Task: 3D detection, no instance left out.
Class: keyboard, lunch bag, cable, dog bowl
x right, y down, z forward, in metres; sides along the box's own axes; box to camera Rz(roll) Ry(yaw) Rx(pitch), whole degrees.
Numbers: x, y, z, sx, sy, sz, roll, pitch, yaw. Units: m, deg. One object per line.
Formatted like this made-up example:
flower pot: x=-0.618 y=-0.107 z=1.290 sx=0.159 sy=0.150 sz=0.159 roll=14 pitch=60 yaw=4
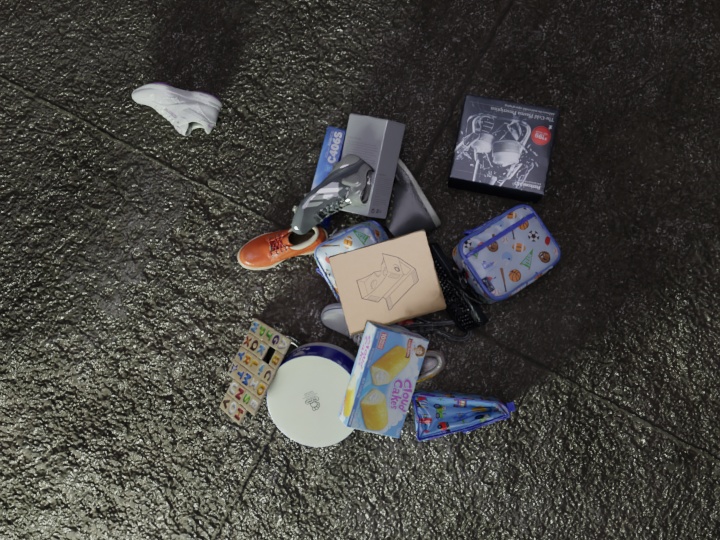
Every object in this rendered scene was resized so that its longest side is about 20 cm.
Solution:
keyboard: x=0.178 y=0.036 z=1.653 sx=0.200 sy=0.104 sz=0.040 roll=55 pitch=45 yaw=-4
lunch bag: x=0.000 y=0.000 z=1.697 sx=0.160 sy=0.076 sz=0.200 roll=-25 pitch=97 yaw=21
lunch bag: x=0.294 y=-0.035 z=1.683 sx=0.200 sy=0.076 sz=0.160 roll=-31 pitch=85 yaw=-13
cable: x=0.130 y=0.117 z=1.723 sx=0.200 sy=0.050 sz=0.097 roll=-9 pitch=91 yaw=-6
lunch bag: x=0.207 y=0.277 z=1.639 sx=0.200 sy=0.151 sz=0.094 roll=-7 pitch=84 yaw=4
dog bowl: x=-0.087 y=0.253 z=1.670 sx=0.200 sy=0.079 sz=0.200 roll=3 pitch=104 yaw=11

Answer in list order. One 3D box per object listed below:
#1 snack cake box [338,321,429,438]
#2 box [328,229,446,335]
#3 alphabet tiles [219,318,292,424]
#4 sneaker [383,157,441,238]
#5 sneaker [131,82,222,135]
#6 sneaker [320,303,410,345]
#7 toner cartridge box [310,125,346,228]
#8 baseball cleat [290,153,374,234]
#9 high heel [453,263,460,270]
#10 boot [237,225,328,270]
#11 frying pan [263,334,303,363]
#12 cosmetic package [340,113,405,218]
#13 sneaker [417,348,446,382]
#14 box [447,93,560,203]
snack cake box: x=0.044 y=0.210 z=1.585 sx=0.115 sy=0.067 sz=0.200 roll=16 pitch=93 yaw=-17
box: x=0.052 y=0.023 z=1.624 sx=0.200 sy=0.021 sz=0.164 roll=-16 pitch=90 yaw=-2
alphabet tiles: x=-0.225 y=0.209 z=1.692 sx=0.008 sy=0.167 sz=0.200 roll=29 pitch=86 yaw=-35
sneaker: x=0.074 y=-0.153 z=1.735 sx=0.106 sy=0.075 sz=0.200 roll=-33 pitch=83 yaw=-1
sneaker: x=-0.408 y=-0.352 z=1.795 sx=0.200 sy=0.075 sz=0.100 roll=12 pitch=84 yaw=6
sneaker: x=0.010 y=0.124 z=1.658 sx=0.200 sy=0.071 sz=0.073 roll=18 pitch=122 yaw=8
toner cartridge box: x=-0.069 y=-0.196 z=1.742 sx=0.043 sy=0.095 sz=0.200 roll=14 pitch=84 yaw=7
baseball cleat: x=-0.052 y=-0.140 z=1.639 sx=0.106 sy=0.070 sz=0.200 roll=38 pitch=93 yaw=29
high heel: x=0.133 y=0.013 z=1.718 sx=0.200 sy=0.067 sz=0.096 roll=19 pitch=75 yaw=-7
boot: x=-0.171 y=-0.056 z=1.730 sx=0.200 sy=0.107 sz=0.075 roll=-17 pitch=84 yaw=4
frying pan: x=-0.173 y=0.226 z=1.736 sx=0.115 sy=0.031 sz=0.190 roll=16 pitch=101 yaw=5
cosmetic package: x=0.015 y=-0.216 z=1.704 sx=0.101 sy=0.071 sz=0.200 roll=17 pitch=99 yaw=35
sneaker: x=0.077 y=0.205 z=1.688 sx=0.200 sy=0.090 sz=0.075 roll=-21 pitch=82 yaw=2
box: x=0.297 y=-0.252 z=1.714 sx=0.200 sy=0.104 sz=0.182 roll=11 pitch=86 yaw=6
